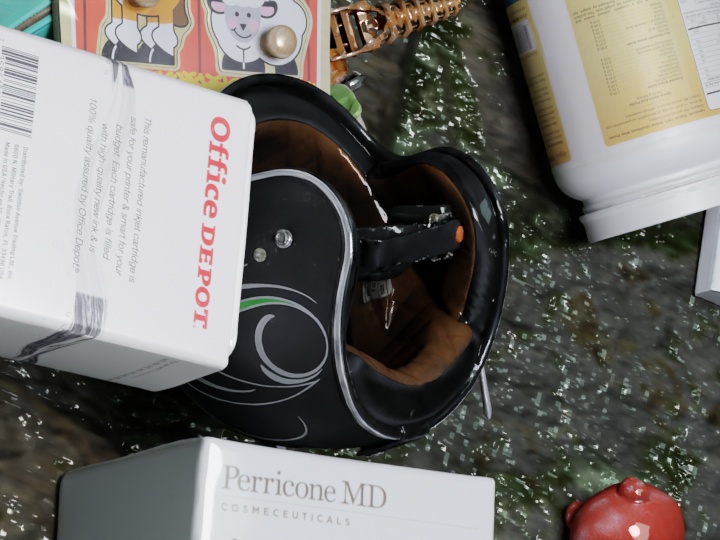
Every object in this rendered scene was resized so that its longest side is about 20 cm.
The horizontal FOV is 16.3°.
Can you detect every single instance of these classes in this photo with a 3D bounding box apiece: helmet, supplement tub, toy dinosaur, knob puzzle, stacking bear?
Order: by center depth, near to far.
[{"bbox_3d":[-0.033,-0.003,1.404,0.199,0.190,0.202,-20,117,-45],"label":"helmet"},{"bbox_3d":[-0.091,-0.191,1.440,0.218,0.030,0.222,4,83,-32],"label":"knob puzzle"},{"bbox_3d":[-0.040,-0.128,1.550,0.198,0.136,0.103,4,89,0],"label":"toy dinosaur"},{"bbox_3d":[0.207,0.233,1.669,0.113,0.121,0.201,-25,85,-40],"label":"stacking bear"},{"bbox_3d":[0.184,-0.132,1.696,0.144,0.144,0.202,-16,90,-33],"label":"supplement tub"}]

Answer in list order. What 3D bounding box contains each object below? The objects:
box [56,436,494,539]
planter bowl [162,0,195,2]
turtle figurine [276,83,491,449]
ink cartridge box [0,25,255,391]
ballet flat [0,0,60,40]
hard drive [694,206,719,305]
[{"bbox_3d":[-0.054,0.200,1.451,0.198,0.200,0.173,10,74,-29],"label":"box"},{"bbox_3d":[-0.151,-0.244,1.512,0.199,0.134,0.202,6,78,-31],"label":"planter bowl"},{"bbox_3d":[0.000,0.000,1.540,0.194,0.143,0.201,53,52,-35],"label":"turtle figurine"},{"bbox_3d":[-0.161,-0.033,1.258,0.199,0.084,0.147,16,69,-31],"label":"ink cartridge box"},{"bbox_3d":[-0.233,-0.109,1.400,0.070,0.067,0.200,36,63,5],"label":"ballet flat"},{"bbox_3d":[0.312,-0.060,1.832,0.131,0.027,0.202,19,72,-28],"label":"hard drive"}]
